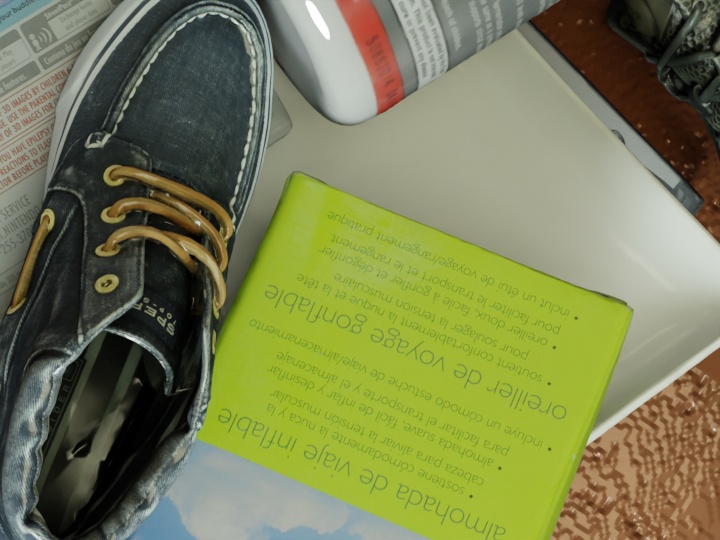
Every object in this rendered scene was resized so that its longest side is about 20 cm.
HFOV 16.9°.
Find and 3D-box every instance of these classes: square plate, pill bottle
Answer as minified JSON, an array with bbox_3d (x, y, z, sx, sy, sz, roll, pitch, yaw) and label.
[{"bbox_3d":[0.000,0.000,0.823,0.198,0.028,0.200,-36,72,-15],"label":"square plate"},{"bbox_3d":[0.047,-0.145,0.798,0.199,0.116,0.116,-32,103,-6],"label":"pill bottle"}]

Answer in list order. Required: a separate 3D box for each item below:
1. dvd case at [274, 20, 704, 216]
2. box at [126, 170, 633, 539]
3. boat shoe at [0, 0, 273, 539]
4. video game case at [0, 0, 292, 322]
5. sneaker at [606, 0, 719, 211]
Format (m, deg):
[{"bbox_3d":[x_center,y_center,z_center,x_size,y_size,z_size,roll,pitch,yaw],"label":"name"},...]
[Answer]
[{"bbox_3d":[0.013,-0.038,0.897,0.200,0.025,0.150,43,84,-15],"label":"dvd case"},{"bbox_3d":[-0.006,0.082,0.747,0.121,0.048,0.201,21,70,8],"label":"box"},{"bbox_3d":[-0.064,-0.003,0.738,0.070,0.091,0.202,26,77,-23],"label":"boat shoe"},{"bbox_3d":[-0.143,-0.073,0.767,0.199,0.022,0.183,-34,102,-23],"label":"video game case"},{"bbox_3d":[0.141,-0.059,0.901,0.113,0.076,0.201,6,85,-12],"label":"sneaker"}]
